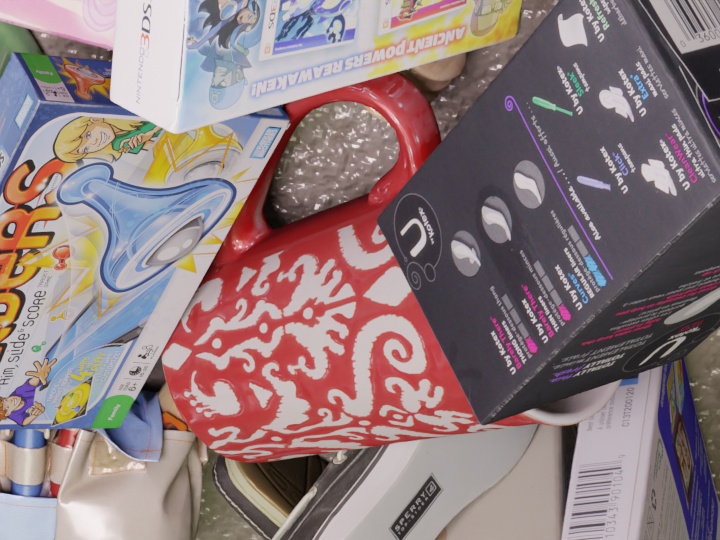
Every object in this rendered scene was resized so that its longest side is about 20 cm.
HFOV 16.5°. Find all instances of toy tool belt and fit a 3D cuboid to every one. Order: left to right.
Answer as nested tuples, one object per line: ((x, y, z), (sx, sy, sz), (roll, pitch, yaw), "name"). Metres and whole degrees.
((-0.174, 0.085, 1.290), (0.200, 0.125, 0.123), (9, 99, -7), "toy tool belt")

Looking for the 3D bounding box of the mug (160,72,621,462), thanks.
((0.008, 0.002, 1.180), (0.200, 0.178, 0.133), (-16, 170, 41), "mug")

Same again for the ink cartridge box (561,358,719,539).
((0.148, 0.145, 1.248), (0.043, 0.198, 0.200), (-7, 128, 18), "ink cartridge box")

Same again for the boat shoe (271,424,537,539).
((0.018, 0.098, 1.248), (0.064, 0.200, 0.071), (14, 141, 44), "boat shoe")

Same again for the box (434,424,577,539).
((0.079, 0.166, 1.267), (0.078, 0.200, 0.095), (-14, 127, 15), "box")

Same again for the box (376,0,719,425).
((0.114, -0.038, 0.991), (0.122, 0.106, 0.200), (-15, 159, -35), "box")

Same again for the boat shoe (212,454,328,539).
((-0.013, 0.162, 1.354), (0.066, 0.072, 0.201), (-38, 123, 24), "boat shoe")

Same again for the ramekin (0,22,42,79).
((-0.248, -0.053, 1.174), (0.200, 0.098, 0.200), (2, 130, 2), "ramekin")

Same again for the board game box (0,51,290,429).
((-0.134, -0.008, 1.140), (0.135, 0.034, 0.200), (1, 132, -38), "board game box")

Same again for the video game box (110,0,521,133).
((-0.005, -0.162, 0.961), (0.047, 0.200, 0.183), (26, 121, 38), "video game box")

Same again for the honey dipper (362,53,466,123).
((0.061, -0.129, 1.096), (0.038, 0.038, 0.200), (27, 141, -17), "honey dipper")

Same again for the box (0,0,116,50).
((-0.120, -0.193, 1.011), (0.200, 0.097, 0.176), (15, 106, -8), "box")
